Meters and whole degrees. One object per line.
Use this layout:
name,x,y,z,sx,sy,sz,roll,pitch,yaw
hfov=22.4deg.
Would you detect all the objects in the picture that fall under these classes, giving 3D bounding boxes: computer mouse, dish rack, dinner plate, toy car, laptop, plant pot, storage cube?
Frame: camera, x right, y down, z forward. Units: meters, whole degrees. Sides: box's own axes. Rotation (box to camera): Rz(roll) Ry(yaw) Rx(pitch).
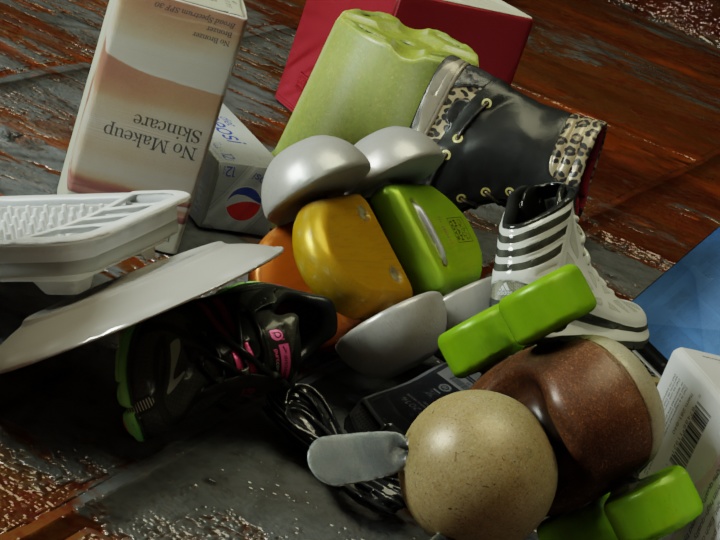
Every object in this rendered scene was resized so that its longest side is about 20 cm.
computer mouse,0.043,0.110,1.205,0.200,0.053,0.138,-13,37,-37
dish rack,-0.228,-0.018,1.216,0.199,0.044,0.172,0,13,20
dinner plate,-0.143,0.016,1.124,0.200,0.024,0.200,-20,5,2
toy car,0.000,0.000,1.323,0.200,0.150,0.175,-13,71,-51
laptop,0.239,0.034,1.487,0.200,0.116,0.187,10,20,-25
plant pot,0.017,-0.122,1.602,0.200,0.185,0.200,17,18,-6
toy car,0.067,0.117,1.063,0.200,0.158,0.165,-25,84,-30
storage cube,0.043,-0.222,1.908,0.200,0.180,0.171,7,22,-34

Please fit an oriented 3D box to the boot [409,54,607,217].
boot,0.103,-0.061,1.484,0.150,0.200,0.073,20,-4,14

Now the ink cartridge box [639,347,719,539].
ink cartridge box,0.232,0.159,1.090,0.084,0.145,0.200,14,20,-20

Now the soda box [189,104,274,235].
soda box,-0.136,-0.101,1.583,0.068,0.064,0.200,6,22,-30

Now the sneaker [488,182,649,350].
sneaker,0.159,-0.003,1.318,0.076,0.116,0.200,5,-1,33

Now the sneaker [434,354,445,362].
sneaker,0.111,0.024,1.440,0.093,0.071,0.200,13,29,13

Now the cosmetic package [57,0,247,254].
cosmetic package,-0.164,-0.127,1.420,0.103,0.200,0.087,13,21,-13

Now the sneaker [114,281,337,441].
sneaker,-0.083,0.048,1.150,0.084,0.077,0.200,-4,17,33

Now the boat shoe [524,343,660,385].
boat shoe,0.152,0.091,1.333,0.200,0.071,0.065,16,9,-27
